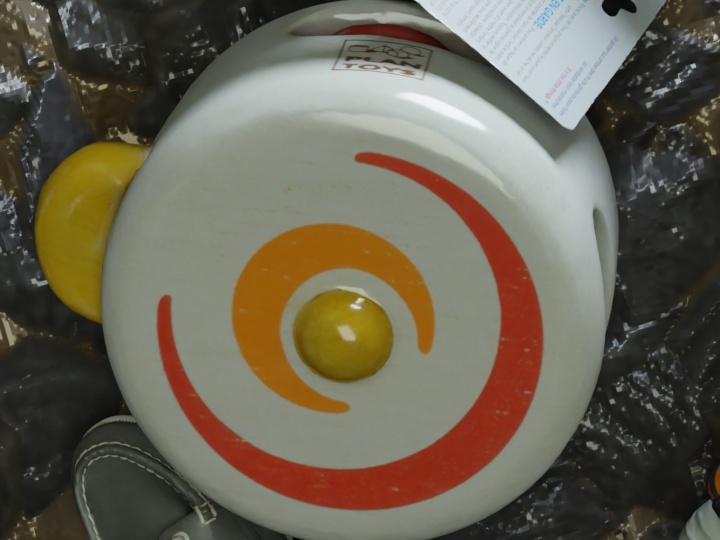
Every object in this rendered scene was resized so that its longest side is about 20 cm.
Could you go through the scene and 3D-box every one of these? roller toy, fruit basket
[{"bbox_3d":[0.000,0.000,1.036,0.182,0.140,0.200,-35,102,19],"label":"roller toy"},{"bbox_3d":[0.026,-0.149,1.051,0.200,0.185,0.094,43,126,-5],"label":"fruit basket"}]

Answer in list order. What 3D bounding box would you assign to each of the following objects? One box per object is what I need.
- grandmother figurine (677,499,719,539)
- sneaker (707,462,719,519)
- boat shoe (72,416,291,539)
[{"bbox_3d":[0.125,0.184,1.104,0.121,0.061,0.200,17,95,-8],"label":"grandmother figurine"},{"bbox_3d":[0.179,0.003,1.086,0.112,0.078,0.200,44,71,6],"label":"sneaker"},{"bbox_3d":[-0.047,0.144,1.091,0.067,0.057,0.200,-36,91,22],"label":"boat shoe"}]
